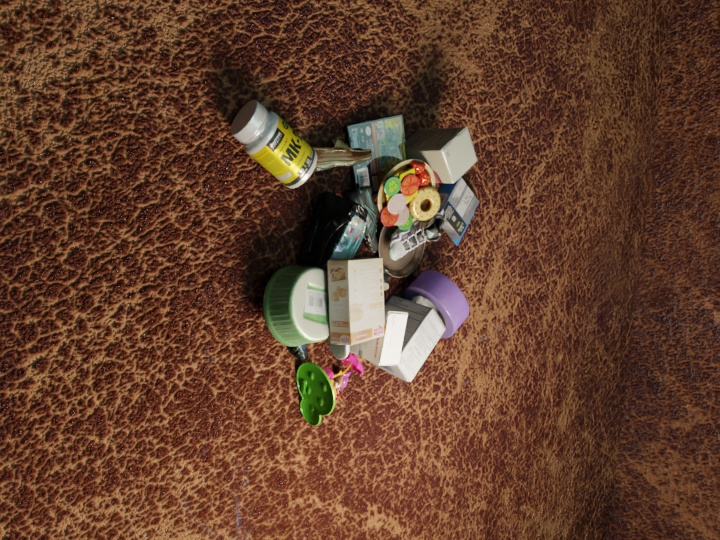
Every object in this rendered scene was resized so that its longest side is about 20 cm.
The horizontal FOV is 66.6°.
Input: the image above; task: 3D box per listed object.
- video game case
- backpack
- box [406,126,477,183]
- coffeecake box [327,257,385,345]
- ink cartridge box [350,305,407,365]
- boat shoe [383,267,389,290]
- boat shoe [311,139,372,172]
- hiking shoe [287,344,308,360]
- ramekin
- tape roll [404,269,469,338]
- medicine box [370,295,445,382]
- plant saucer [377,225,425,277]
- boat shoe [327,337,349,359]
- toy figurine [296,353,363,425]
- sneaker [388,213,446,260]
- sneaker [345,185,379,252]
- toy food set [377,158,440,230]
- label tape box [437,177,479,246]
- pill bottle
[{"bbox_3d":[0.051,-0.320,1.542,0.176,0.025,0.206,-17,110,-22],"label":"video game case"},{"bbox_3d":[-0.070,-0.087,1.431,0.125,0.165,0.205,25,89,-45],"label":"backpack"},{"bbox_3d":[0.218,-0.334,1.593,0.127,0.198,0.111,-41,122,-24],"label":"box"},{"bbox_3d":[-0.008,0.073,1.385,0.152,0.071,0.207,-5,94,-54],"label":"coffeecake box"},{"bbox_3d":[0.030,0.167,1.535,0.081,0.197,0.151,7,95,-40],"label":"ink cartridge box"},{"bbox_3d":[0.000,0.000,1.566,0.196,0.071,0.070,19,69,-33],"label":"boat shoe"},{"bbox_3d":[-0.059,-0.306,1.435,0.195,0.075,0.076,-15,99,-28],"label":"boat shoe"},{"bbox_3d":[-0.166,0.142,1.444,0.086,0.073,0.205,-31,118,-30],"label":"hiking shoe"},{"bbox_3d":[-0.138,0.086,1.365,0.197,0.096,0.207,8,79,-47],"label":"ramekin"},{"bbox_3d":[0.234,0.105,1.699,0.085,0.197,0.203,-41,122,-25],"label":"tape roll"},{"bbox_3d":[0.122,0.197,1.632,0.201,0.180,0.104,-51,127,-20],"label":"medicine box"},{"bbox_3d":[0.119,-0.082,1.670,0.196,0.034,0.207,-10,105,-40],"label":"plant saucer"},{"bbox_3d":[-0.055,0.141,1.517,0.064,0.073,0.208,4,71,-49],"label":"boat shoe"},{"bbox_3d":[-0.070,0.315,1.543,0.182,0.149,0.205,-22,135,-45],"label":"toy figurine"},{"bbox_3d":[0.177,-0.103,1.601,0.201,0.138,0.078,-51,126,-21],"label":"sneaker"},{"bbox_3d":[0.024,-0.142,1.533,0.078,0.075,0.204,-32,128,-17],"label":"sneaker"},{"bbox_3d":[0.132,-0.209,1.530,0.194,0.049,0.204,-27,129,-14],"label":"toy food set"},{"bbox_3d":[0.324,-0.192,1.804,0.200,0.063,0.146,42,72,-37],"label":"label tape box"},{"bbox_3d":[-0.204,-0.297,1.295,0.199,0.113,0.117,37,75,-39],"label":"pill bottle"}]
